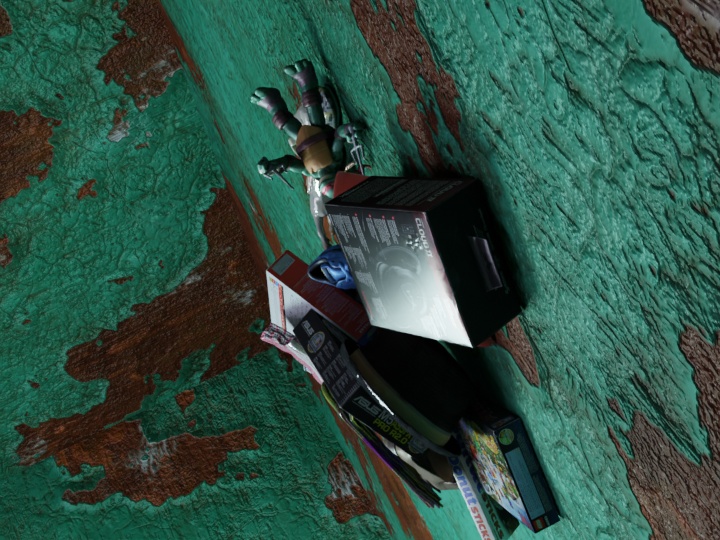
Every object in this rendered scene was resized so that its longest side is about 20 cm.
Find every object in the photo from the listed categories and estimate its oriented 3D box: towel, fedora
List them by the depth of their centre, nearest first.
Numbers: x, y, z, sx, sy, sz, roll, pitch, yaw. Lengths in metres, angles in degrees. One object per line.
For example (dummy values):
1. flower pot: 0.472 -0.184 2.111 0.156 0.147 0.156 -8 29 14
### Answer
1. fedora: 0.071 0.132 1.372 0.200 0.092 0.201 42 -173 -6
2. towel: 0.026 0.234 1.506 0.200 0.023 0.144 48 176 -17
3. towel: -0.070 0.140 1.627 0.146 0.030 0.200 42 172 -14

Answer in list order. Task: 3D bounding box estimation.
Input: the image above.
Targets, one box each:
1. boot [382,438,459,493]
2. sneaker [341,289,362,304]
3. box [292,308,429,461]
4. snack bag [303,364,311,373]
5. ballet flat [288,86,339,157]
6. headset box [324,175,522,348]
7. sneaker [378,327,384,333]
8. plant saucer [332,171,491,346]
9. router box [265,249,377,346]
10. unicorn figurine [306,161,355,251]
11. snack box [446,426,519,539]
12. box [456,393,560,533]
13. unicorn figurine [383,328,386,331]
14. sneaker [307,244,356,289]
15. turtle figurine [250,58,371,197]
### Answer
1. boot: 0.087 0.260 1.605 0.145 0.071 0.200 8 147 46
2. sneaker: 0.022 0.018 1.651 0.200 0.078 0.076 9 83 65
3. box: 0.005 0.150 1.485 0.160 0.044 0.200 39 -174 -33
4. snack bag: -0.052 0.096 1.938 0.188 0.021 0.202 24 -126 -54
5. ballet flat: -0.070 -0.198 1.587 0.073 0.071 0.200 63 170 9
6. headset box: 0.067 -0.013 1.131 0.199 0.077 0.150 7 124 55
7. sneaker: 0.032 0.093 1.712 0.078 0.084 0.200 69 170 -27
8. plant saucer: 0.049 -0.008 1.285 0.199 0.037 0.202 16 131 50
9. router box: -0.058 0.085 1.693 0.179 0.049 0.201 37 155 18
10. unicorn figurine: -0.045 -0.102 1.630 0.200 0.073 0.139 -132 21 -67
11. snack box: 0.158 0.277 1.531 0.024 0.072 0.202 -20 96 37
12. box: 0.175 0.234 1.408 0.138 0.037 0.200 67 171 -8
13. unicorn figurine: 0.058 -0.005 1.399 0.137 0.073 0.203 -157 58 -78
14. sneaker: 0.000 0.000 1.529 0.199 0.078 0.067 2 110 55
15. turtle figurine: -0.065 -0.165 1.463 0.202 0.149 0.101 65 -173 16
